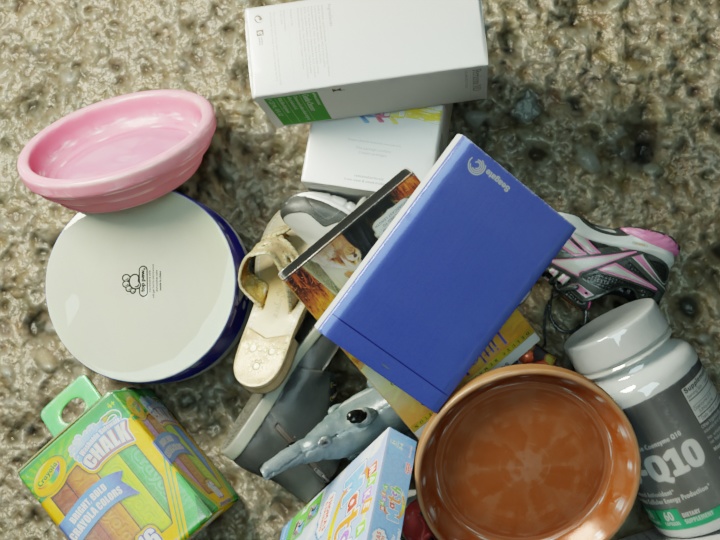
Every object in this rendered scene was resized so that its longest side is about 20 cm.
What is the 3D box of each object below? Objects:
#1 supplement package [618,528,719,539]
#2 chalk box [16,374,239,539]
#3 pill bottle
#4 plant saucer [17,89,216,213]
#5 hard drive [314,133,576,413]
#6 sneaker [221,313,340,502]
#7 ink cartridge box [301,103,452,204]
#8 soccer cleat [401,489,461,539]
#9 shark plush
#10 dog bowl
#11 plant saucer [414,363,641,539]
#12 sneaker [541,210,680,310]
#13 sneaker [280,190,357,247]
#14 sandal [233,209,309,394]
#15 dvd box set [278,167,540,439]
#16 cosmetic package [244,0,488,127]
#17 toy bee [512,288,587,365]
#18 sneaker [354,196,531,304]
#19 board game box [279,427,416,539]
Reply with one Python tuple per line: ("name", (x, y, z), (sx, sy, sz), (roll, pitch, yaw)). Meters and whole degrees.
("supplement package", (0.360, 0.285, 0.901), (0.200, 0.121, 0.120), (-18, 84, 3))
("chalk box", (-0.238, 0.196, 0.969), (0.124, 0.124, 0.200), (-43, 83, 0))
("pill bottle", (0.279, 0.135, 0.913), (0.113, 0.113, 0.200), (-30, 92, 2))
("plant saucer", (-0.239, -0.117, 0.986), (0.200, 0.201, 0.051), (-9, 123, 5))
("hard drive", (0.073, 0.005, 0.831), (0.132, 0.025, 0.200), (36, 92, -18))
("sneaker", (-0.043, 0.127, 0.992), (0.106, 0.075, 0.200), (36, 81, -12))
("ink cartridge box", (0.026, -0.164, 0.973), (0.125, 0.129, 0.200), (8, 85, 7))
("soccer cleat", (0.126, 0.226, 0.960), (0.200, 0.085, 0.069), (-5, 102, -17))
("shark plush", (-0.006, 0.134, 0.925), (0.200, 0.083, 0.091), (-12, 72, -13))
("dog bowl", (-0.214, 0.016, 1.005), (0.200, 0.079, 0.201), (-1, 84, 6))
("plant saucer", (0.147, 0.177, 0.875), (0.200, 0.032, 0.201), (0, 106, -1))
("sneaker", (0.209, -0.006, 0.962), (0.200, 0.080, 0.087), (10, 83, 8))
("sneaker", (0.000, 0.000, 0.956), (0.200, 0.074, 0.080), (38, 66, -10))
("sandal", (-0.086, 0.010, 0.956), (0.077, 0.070, 0.212), (1, 61, 18))
("dvd box set", (0.046, 0.032, 0.862), (0.146, 0.029, 0.200), (-39, 108, -1))
("cosmetic package", (0.009, -0.190, 0.859), (0.200, 0.108, 0.085), (-6, 83, 7))
("toy bee", (0.144, 0.104, 0.947), (0.131, 0.109, 0.200), (14, 87, 8))
("sneaker", (0.077, -0.018, 0.903), (0.200, 0.076, 0.092), (6, 110, -22))
("board game box", (-0.026, 0.253, 0.885), (0.037, 0.151, 0.200), (32, 127, -13))
